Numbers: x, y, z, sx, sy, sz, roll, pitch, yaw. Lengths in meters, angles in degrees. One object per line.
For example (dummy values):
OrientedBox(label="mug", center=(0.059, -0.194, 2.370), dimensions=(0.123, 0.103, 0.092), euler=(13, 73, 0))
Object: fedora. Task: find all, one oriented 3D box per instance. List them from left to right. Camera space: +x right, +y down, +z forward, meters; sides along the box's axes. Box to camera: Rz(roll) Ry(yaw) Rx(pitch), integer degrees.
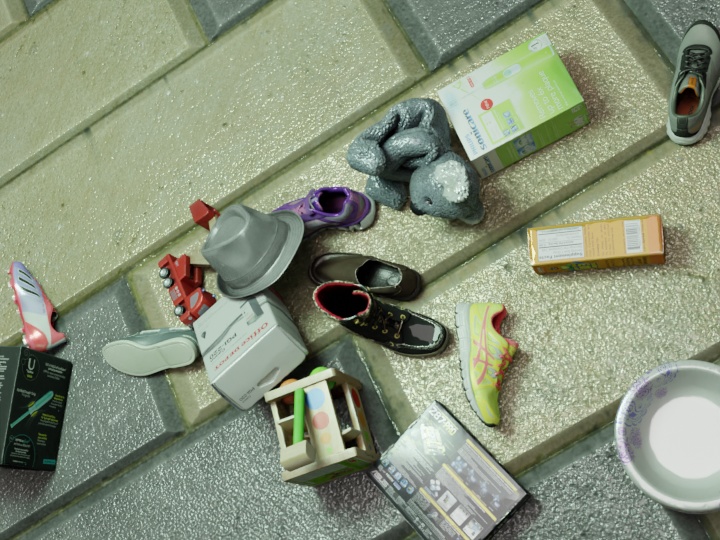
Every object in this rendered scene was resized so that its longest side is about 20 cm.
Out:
OrientedBox(label="fedora", center=(-0.192, -0.047, 1.550), dimensions=(0.199, 0.090, 0.178), euler=(4, 60, 56))

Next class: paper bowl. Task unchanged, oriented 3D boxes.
OrientedBox(label="paper bowl", center=(0.454, 0.230, 1.294), dimensions=(0.199, 0.104, 0.202), euler=(-6, 71, 19))

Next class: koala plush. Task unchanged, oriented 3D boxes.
OrientedBox(label="koala plush", center=(0.114, -0.159, 1.505), dimensions=(0.184, 0.177, 0.200), euler=(-45, 64, -2))

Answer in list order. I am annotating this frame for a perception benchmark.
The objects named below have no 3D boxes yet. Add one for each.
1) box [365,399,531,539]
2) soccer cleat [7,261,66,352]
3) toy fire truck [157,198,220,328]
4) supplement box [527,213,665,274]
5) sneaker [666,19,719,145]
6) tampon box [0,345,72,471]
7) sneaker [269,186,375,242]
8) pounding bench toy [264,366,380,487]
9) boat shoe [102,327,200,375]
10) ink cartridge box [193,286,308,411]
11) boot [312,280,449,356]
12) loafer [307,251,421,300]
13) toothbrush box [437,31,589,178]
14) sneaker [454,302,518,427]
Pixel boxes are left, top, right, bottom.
OrientedBox(label="box", center=(0.129, 0.321, 1.418), dimensions=(0.161, 0.049, 0.200), euler=(-48, 64, 3))
OrientedBox(label="soccer cleat", center=(-0.611, 0.065, 1.774), dimensions=(0.076, 0.067, 0.201), euler=(-15, 59, -18))
OrientedBox(label="toy fire truck", center=(-0.284, -0.012, 1.663), dimensions=(0.141, 0.049, 0.201), euler=(-39, 54, 13))
OrientedBox(label="supplement box", center=(0.358, -0.038, 1.435), dimensions=(0.199, 0.067, 0.069), euler=(-4, 75, 20))
OrientedBox(label="sneaker", center=(0.516, -0.297, 1.450), dimensions=(0.073, 0.079, 0.201), euler=(8, 75, 24))
OrientedBox(label="tampon box", center=(-0.617, 0.244, 1.664), dimensions=(0.125, 0.150, 0.201), euler=(-1, 73, 19))
OrientedBox(label="sneaker", center=(-0.079, -0.102, 1.606), dimensions=(0.199, 0.088, 0.081), euler=(-11, 72, 19))
OrientedBox(label="pounding bench toy", center=(-0.072, 0.228, 1.438), dimensions=(0.124, 0.200, 0.157), euler=(-21, 68, 13))
OrientedBox(label="boat shoe", center=(-0.363, 0.137, 1.664), dimensions=(0.199, 0.073, 0.062), euler=(-8, 28, 25))
OrientedBox(label="ink cartridge box", center=(-0.182, 0.111, 1.529), dimensions=(0.146, 0.085, 0.200), euler=(-42, 33, 4))
OrientedBox(label="boot", center=(0.029, 0.074, 1.475), dimensions=(0.199, 0.151, 0.074), euler=(18, 80, 24))
OrientedBox(label="loafer", center=(0.000, 0.000, 1.553), dimensions=(0.199, 0.071, 0.074), euler=(5, 75, 22))
OrientedBox(label="toothbrush box", center=(0.248, -0.267, 1.537), dimensions=(0.199, 0.086, 0.146), euler=(-27, 66, 12))
OrientedBox(label="sneaker", center=(0.198, 0.136, 1.435), dimensions=(0.090, 0.078, 0.201), euler=(-11, 70, 15))
